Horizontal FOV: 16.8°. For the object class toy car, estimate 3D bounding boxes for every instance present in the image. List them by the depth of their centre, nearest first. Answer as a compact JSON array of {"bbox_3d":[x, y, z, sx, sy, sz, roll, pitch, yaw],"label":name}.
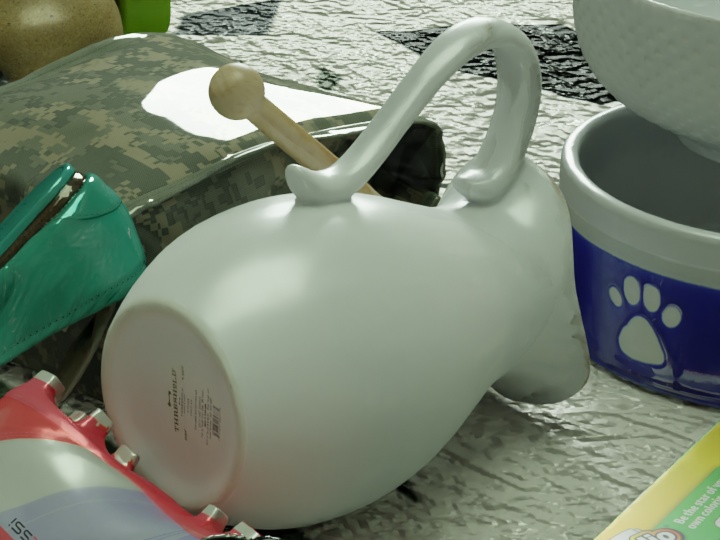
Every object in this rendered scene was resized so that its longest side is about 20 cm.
[{"bbox_3d":[-0.177,-0.148,1.321,0.163,0.159,0.200,-6,36,-10],"label":"toy car"}]

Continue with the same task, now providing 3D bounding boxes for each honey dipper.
[{"bbox_3d":[0.001,-0.029,1.015,0.200,0.038,0.038,38,-6,-42],"label":"honey dipper"}]

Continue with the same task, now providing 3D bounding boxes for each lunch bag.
[{"bbox_3d":[-0.079,-0.032,1.073,0.163,0.118,0.199,20,34,39],"label":"lunch bag"}]

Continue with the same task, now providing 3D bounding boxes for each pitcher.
[{"bbox_3d":[0.000,0.000,0.930,0.121,0.173,0.199,16,26,42],"label":"pitcher"}]

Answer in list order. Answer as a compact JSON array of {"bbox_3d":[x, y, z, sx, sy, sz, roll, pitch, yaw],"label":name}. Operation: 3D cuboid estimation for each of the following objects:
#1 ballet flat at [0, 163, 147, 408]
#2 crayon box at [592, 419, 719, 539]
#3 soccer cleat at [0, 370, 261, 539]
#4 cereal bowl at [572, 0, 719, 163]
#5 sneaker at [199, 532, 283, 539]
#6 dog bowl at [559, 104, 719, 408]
[{"bbox_3d":[-0.157,0.047,0.915,0.200,0.070,0.067,-42,11,-7],"label":"ballet flat"},{"bbox_3d":[0.144,0.114,0.815,0.118,0.059,0.200,14,26,28],"label":"crayon box"},{"bbox_3d":[-0.077,0.108,0.835,0.077,0.067,0.200,-48,51,-10],"label":"soccer cleat"},{"bbox_3d":[0.190,-0.098,1.079,0.199,0.084,0.200,1,24,0],"label":"cereal bowl"},{"bbox_3d":[-0.060,0.118,0.721,0.199,0.116,0.076,14,26,28],"label":"sneaker"},{"bbox_3d":[0.186,-0.013,1.088,0.199,0.079,0.200,1,23,-1],"label":"dog bowl"}]
